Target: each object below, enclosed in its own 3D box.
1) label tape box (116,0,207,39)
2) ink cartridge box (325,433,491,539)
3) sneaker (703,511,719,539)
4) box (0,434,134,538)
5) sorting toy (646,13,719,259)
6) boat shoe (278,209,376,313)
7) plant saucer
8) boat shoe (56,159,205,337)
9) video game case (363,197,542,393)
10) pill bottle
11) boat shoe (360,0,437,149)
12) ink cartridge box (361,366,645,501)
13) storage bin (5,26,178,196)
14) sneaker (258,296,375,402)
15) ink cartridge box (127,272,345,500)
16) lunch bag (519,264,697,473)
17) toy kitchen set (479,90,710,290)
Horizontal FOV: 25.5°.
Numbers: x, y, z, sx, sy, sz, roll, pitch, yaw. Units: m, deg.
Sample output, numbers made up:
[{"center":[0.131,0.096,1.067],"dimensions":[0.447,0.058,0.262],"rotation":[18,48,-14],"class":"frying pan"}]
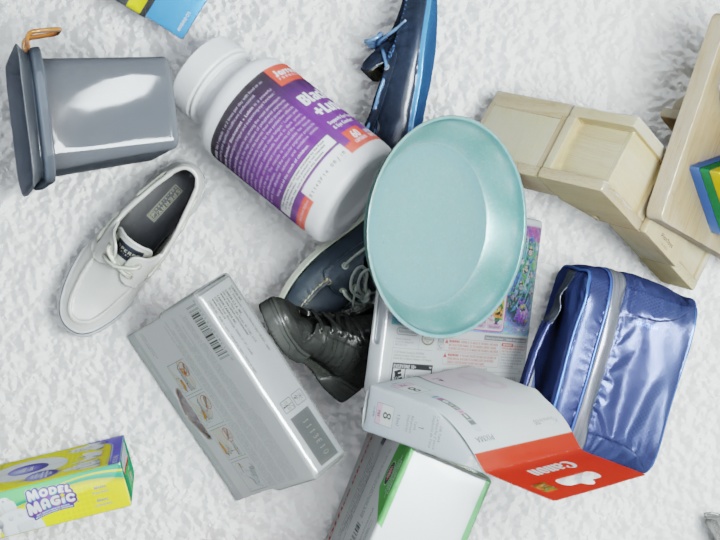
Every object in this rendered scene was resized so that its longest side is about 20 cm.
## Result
[{"center":[-0.217,-0.331,1.485],"dimensions":[0.200,0.063,0.144],"rotation":[31,98,-22],"class":"label tape box"},{"center":[0.038,0.227,1.467],"dimensions":[0.084,0.200,0.146],"rotation":[23,89,-8],"class":"ink cartridge box"},{"center":[0.364,0.332,1.573],"dimensions":[0.082,0.075,0.200],"rotation":[7,84,9],"class":"sneaker"},{"center":[-0.313,0.207,1.474],"dimensions":[0.200,0.117,0.048],"rotation":[-15,99,-5],"class":"box"},{"center":[0.376,-0.111,1.499],"dimensions":[0.199,0.070,0.200],"rotation":[22,86,-47],"class":"sorting toy"},{"center":[0.000,0.000,1.520],"dimensions":[0.200,0.075,0.062],"rotation":[-43,58,-10],"class":"boat shoe"},{"center":[0.070,-0.040,1.434],"dimensions":[0.200,0.036,0.200],"rotation":[-6,99,-41],"class":"plant saucer"},{"center":[-0.217,-0.021,1.506],"dimensions":[0.072,0.066,0.200],"rotation":[43,87,-5],"class":"boat shoe"},{"center":[0.091,0.032,1.501],"dimensions":[0.200,0.024,0.182],"rotation":[7,90,-43],"class":"video game case"},{"center":[-0.077,-0.128,1.480],"dimensions":[0.200,0.111,0.111],"rotation":[39,87,14],"class":"pill bottle"},{"center":[0.030,-0.191,1.516],"dimensions":[0.069,0.084,0.200],"rotation":[9,79,12],"class":"boat shoe"},{"center":[0.127,0.137,1.380],"dimensions":[0.200,0.162,0.057],"rotation":[12,100,37],"class":"ink cartridge box"},{"center":[-0.246,-0.149,1.447],"dimensions":[0.134,0.200,0.146],"rotation":[-7,91,-16],"class":"storage bin"},{"center":[-0.007,0.060,1.486],"dimensions":[0.104,0.200,0.060],"rotation":[-32,49,8],"class":"sneaker"},{"center":[-0.119,0.114,1.481],"dimensions":[0.044,0.174,0.200],"rotation":[-35,94,-31],"class":"ink cartridge box"},{"center":[0.221,0.097,1.514],"dimensions":[0.132,0.136,0.200],"rotation":[16,90,-5],"class":"lunch bag"},{"center":[0.250,-0.113,1.549],"dimensions":[0.200,0.180,0.163],"rotation":[40,74,-44],"class":"toy kitchen set"}]
